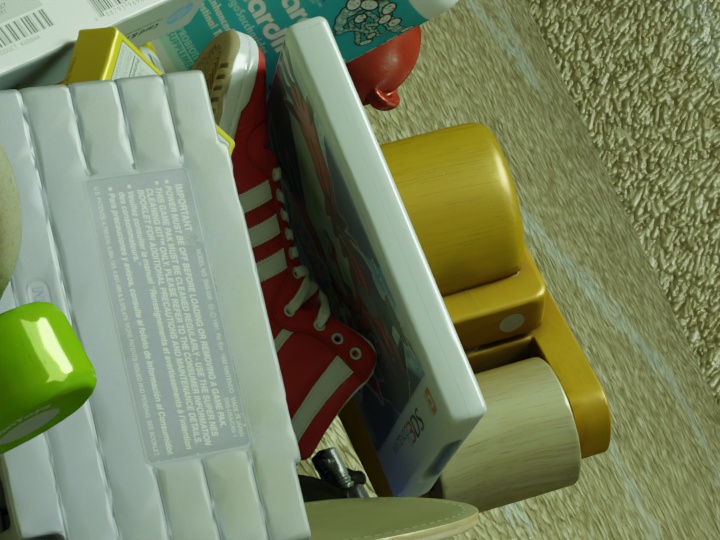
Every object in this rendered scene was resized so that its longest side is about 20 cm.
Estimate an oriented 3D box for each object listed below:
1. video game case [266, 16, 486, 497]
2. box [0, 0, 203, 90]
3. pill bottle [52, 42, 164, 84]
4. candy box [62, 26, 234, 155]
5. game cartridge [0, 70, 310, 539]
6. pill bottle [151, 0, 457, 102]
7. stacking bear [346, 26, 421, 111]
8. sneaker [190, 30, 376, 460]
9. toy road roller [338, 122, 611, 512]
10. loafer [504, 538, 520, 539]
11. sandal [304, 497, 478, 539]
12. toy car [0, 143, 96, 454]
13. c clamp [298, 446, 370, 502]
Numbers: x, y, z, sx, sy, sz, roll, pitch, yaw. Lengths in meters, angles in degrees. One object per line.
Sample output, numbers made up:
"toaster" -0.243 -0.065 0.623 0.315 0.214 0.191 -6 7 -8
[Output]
"video game case" 0.000 0.000 1.358 0.182 0.023 0.200 114 -45 -73
"box" -0.182 -0.167 1.235 0.156 0.041 0.200 -30 78 -39
"pill bottle" -0.162 -0.116 1.311 0.200 0.111 0.111 65 12 20
"candy box" -0.110 0.009 1.189 0.102 0.026 0.200 47 52 -52
"game cartridge" -0.098 0.023 1.130 0.130 0.038 0.200 -7 79 -32
"pill bottle" -0.024 -0.155 1.398 0.111 0.200 0.111 57 13 -22
"stacking bear" -0.050 -0.163 1.519 0.200 0.114 0.121 36 23 -20
"sneaker" -0.043 -0.007 1.350 0.071 0.112 0.200 179 -77 -70
"toy road roller" 0.044 0.017 1.487 0.146 0.123 0.200 90 -20 -50
"loafer" 0.034 0.164 1.303 0.075 0.070 0.200 53 24 0
"sandal" -0.041 0.143 1.200 0.212 0.078 0.070 -5 99 -40
"toy car" -0.211 0.014 0.853 0.200 0.158 0.164 -20 75 -49
"c clamp" 0.018 0.168 1.401 0.200 0.027 0.171 63 12 21
